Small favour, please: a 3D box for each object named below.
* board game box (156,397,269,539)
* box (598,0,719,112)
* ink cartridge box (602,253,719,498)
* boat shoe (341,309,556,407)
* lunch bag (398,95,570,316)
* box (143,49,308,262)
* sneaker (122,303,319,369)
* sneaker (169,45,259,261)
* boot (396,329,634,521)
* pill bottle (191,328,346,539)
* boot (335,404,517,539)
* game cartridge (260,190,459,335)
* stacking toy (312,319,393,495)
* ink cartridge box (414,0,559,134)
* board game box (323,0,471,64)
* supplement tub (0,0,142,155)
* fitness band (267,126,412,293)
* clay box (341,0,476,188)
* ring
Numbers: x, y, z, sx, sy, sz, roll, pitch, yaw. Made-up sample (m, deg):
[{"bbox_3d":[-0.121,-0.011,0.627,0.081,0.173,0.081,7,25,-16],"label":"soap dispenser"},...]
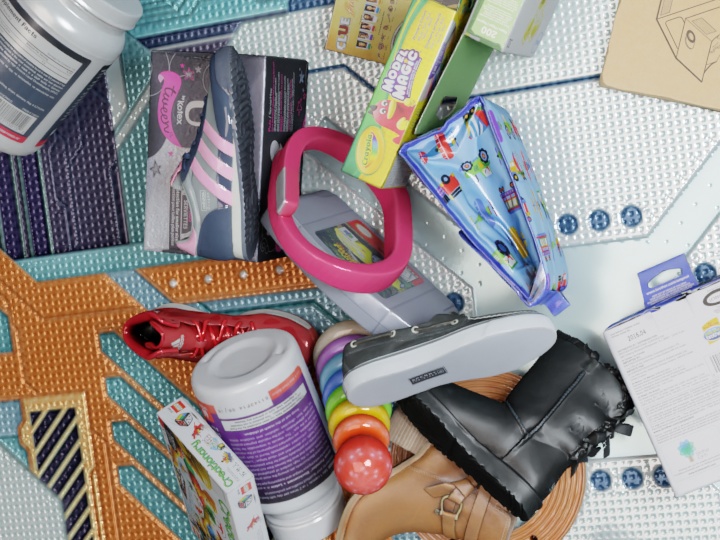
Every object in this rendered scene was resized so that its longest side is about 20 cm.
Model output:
[{"bbox_3d":[-0.138,0.231,1.509,0.035,0.201,0.126,-31,50,-21],"label":"board game box"},{"bbox_3d":[0.333,-0.227,1.397,0.199,0.021,0.165,16,99,17],"label":"box"},{"bbox_3d":[0.314,0.086,1.400,0.136,0.076,0.201,-25,87,19],"label":"ink cartridge box"},{"bbox_3d":[0.075,0.066,1.376,0.199,0.069,0.057,-17,54,6],"label":"boat shoe"},{"bbox_3d":[0.138,-0.050,1.410,0.094,0.151,0.201,-33,84,13],"label":"lunch bag"},{"bbox_3d":[-0.136,-0.116,1.524,0.131,0.115,0.201,6,96,19],"label":"box"},{"bbox_3d":[-0.148,0.078,1.544,0.199,0.115,0.079,2,95,20],"label":"sneaker"},{"bbox_3d":[-0.142,-0.108,1.428,0.081,0.070,0.201,-1,95,12],"label":"sneaker"},{"bbox_3d":[0.147,0.120,1.430,0.198,0.073,0.162,41,71,16],"label":"boot"},{"bbox_3d":[-0.082,0.168,1.503,0.111,0.112,0.201,-11,117,20],"label":"pill bottle"},{"bbox_3d":[0.072,0.238,1.489,0.155,0.077,0.201,28,95,12],"label":"boot"},{"bbox_3d":[0.000,0.000,1.475,0.200,0.133,0.041,43,116,11],"label":"game cartridge"},{"bbox_3d":[0.000,0.137,1.450,0.085,0.200,0.086,-2,126,-3],"label":"stacking toy"},{"bbox_3d":[0.127,-0.209,1.406,0.048,0.145,0.201,26,103,14],"label":"ink cartridge box"},{"bbox_3d":[0.052,-0.297,1.485,0.135,0.035,0.201,17,100,18],"label":"board game box"},{"bbox_3d":[-0.333,-0.231,1.573,0.200,0.140,0.140,-46,79,17],"label":"supplement tub"},{"bbox_3d":[-0.018,-0.058,1.448,0.143,0.201,0.037,24,127,-19],"label":"fitness band"},{"bbox_3d":[0.051,-0.176,1.412,0.047,0.115,0.201,24,98,10],"label":"clay box"},{"bbox_3d":[0.125,0.195,1.507,0.199,0.019,0.202,1,94,20],"label":"ring"}]
